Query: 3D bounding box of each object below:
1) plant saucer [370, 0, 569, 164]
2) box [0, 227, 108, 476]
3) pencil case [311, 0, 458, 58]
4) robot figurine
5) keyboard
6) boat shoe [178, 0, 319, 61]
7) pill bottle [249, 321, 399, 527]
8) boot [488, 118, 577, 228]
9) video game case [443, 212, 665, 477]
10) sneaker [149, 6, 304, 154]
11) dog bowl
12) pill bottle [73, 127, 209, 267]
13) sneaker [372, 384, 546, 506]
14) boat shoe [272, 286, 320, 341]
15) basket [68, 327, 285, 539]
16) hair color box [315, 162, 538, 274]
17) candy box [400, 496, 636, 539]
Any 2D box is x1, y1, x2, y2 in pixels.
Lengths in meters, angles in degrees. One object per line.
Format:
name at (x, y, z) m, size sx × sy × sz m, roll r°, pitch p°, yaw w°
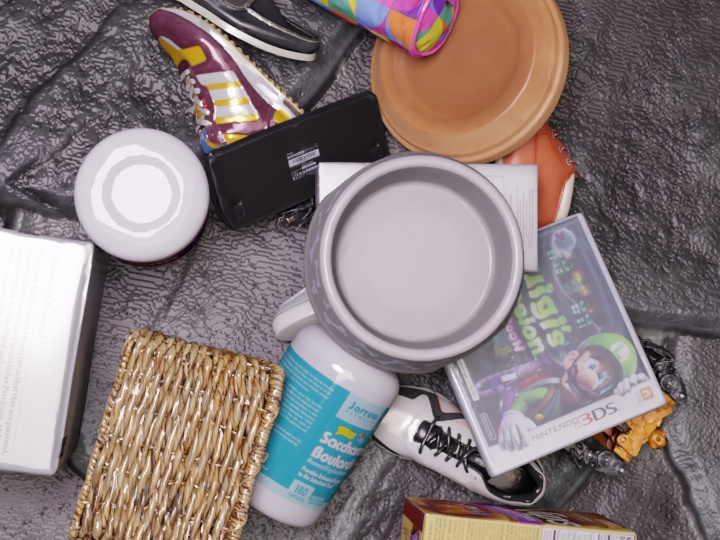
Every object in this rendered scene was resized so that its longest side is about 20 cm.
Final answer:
plant saucer at (0.096, -0.199, 1.258) m, size 0.200 × 0.037 × 0.200 m, roll -5°, pitch 80°, yaw 26°
box at (-0.305, 0.066, 1.171) m, size 0.131 × 0.199 × 0.200 m, roll 10°, pitch 87°, yaw -7°
pencil case at (-0.003, -0.275, 1.244) m, size 0.200 × 0.088 × 0.088 m, roll 34°, pitch 84°, yaw 20°
robot figurine at (0.220, 0.104, 1.302) m, size 0.200 × 0.058 × 0.145 m, roll 42°, pitch 85°, yaw -3°
keyboard at (-0.060, -0.094, 1.253) m, size 0.200 × 0.040 × 0.104 m, roll -24°, pitch 111°, yaw -31°
boat shoe at (-0.121, -0.265, 1.261) m, size 0.200 × 0.072 × 0.068 m, roll 33°, pitch 109°, yaw -4°
pill bottle at (-0.038, 0.127, 1.229) m, size 0.111 × 0.111 × 0.200 m, roll 32°, pitch 96°, yaw -5°
boot at (0.163, -0.127, 1.303) m, size 0.107 × 0.075 × 0.200 m, roll 7°, pitch 90°, yaw -16°
video game case at (0.166, 0.068, 1.255) m, size 0.182 × 0.023 × 0.200 m, roll -21°, pitch 81°, yaw -9°
sneaker at (-0.136, -0.162, 1.261) m, size 0.200 × 0.075 × 0.090 m, roll 41°, pitch 79°, yaw -3°
dog bowl at (0.050, -0.009, 1.157) m, size 0.200 × 0.059 × 0.200 m, roll 0°, pitch 86°, yaw -4°
pill bottle at (-0.191, -0.060, 1.188) m, size 0.112 × 0.200 × 0.113 m, roll 0°, pitch 88°, yaw -6°
sneaker at (0.093, 0.166, 1.276) m, size 0.200 × 0.080 × 0.074 m, roll 24°, pitch 88°, yaw -3°
boat shoe at (0.000, 0.000, 1.279) m, size 0.200 × 0.072 × 0.069 m, roll -29°, pitch 68°, yaw 1°
basket at (-0.159, 0.166, 1.209) m, size 0.149 × 0.143 × 0.200 m, roll 15°, pitch 83°, yaw 0°
hair color box at (0.059, -0.046, 1.220) m, size 0.200 × 0.061 × 0.099 m, roll 0°, pitch 88°, yaw -5°
candy box at (0.145, 0.255, 1.259) m, size 0.200 × 0.117 × 0.057 m, roll 8°, pitch 87°, yaw -7°
